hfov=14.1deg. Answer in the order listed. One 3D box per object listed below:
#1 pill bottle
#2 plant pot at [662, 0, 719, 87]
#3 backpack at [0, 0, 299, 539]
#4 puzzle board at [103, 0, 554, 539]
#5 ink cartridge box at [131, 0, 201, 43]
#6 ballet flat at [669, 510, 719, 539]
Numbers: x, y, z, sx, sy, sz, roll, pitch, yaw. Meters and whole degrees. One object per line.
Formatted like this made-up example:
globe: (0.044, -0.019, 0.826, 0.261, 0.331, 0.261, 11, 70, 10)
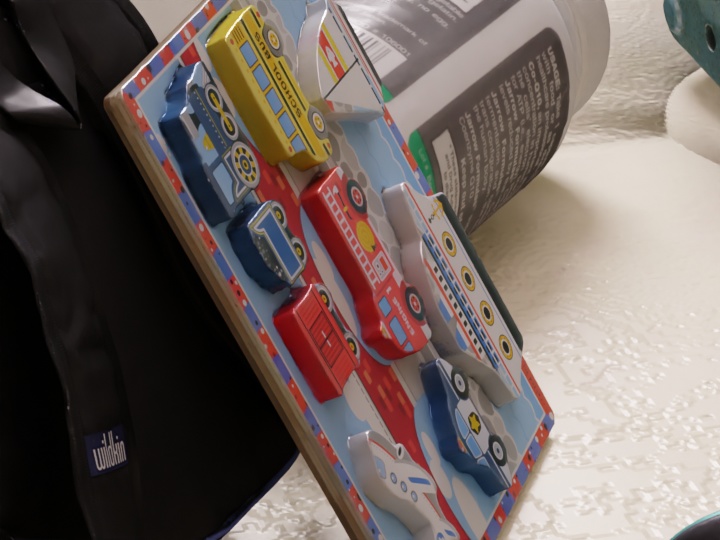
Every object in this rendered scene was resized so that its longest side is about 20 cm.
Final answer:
pill bottle: (0.014, -0.063, 1.117, 0.113, 0.114, 0.200, 17, 31, 24)
plant pot: (0.236, -0.150, 1.233, 0.199, 0.197, 0.196, -14, 32, -11)
backpack: (-0.115, 0.008, 0.892, 0.153, 0.191, 0.200, -2, 23, 27)
puzzle board: (0.000, 0.000, 0.931, 0.017, 0.201, 0.151, -20, 17, 28)
ink cartridge box: (-0.135, -0.149, 1.291, 0.199, 0.083, 0.147, -14, 33, -29)
ballet flat: (0.189, 0.102, 0.879, 0.199, 0.073, 0.073, 0, 28, -11)
